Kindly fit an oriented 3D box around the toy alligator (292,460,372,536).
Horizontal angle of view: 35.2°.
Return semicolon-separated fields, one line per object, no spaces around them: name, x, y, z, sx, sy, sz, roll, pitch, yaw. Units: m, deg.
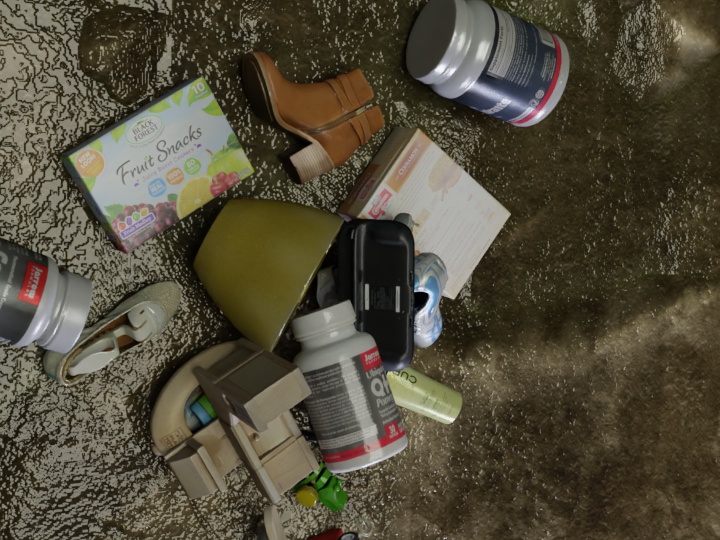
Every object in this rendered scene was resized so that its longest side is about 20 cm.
toy alligator;-0.053;0.292;1.559;0.200;0.054;0.059;35;38;-4

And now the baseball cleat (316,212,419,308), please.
baseball cleat;0.000;0.000;1.535;0.106;0.070;0.201;23;114;1

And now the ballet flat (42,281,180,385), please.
ballet flat;-0.301;0.085;1.429;0.200;0.062;0.068;-34;125;-19

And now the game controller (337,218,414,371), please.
game controller;0.020;0.033;1.486;0.104;0.042;0.201;3;101;14

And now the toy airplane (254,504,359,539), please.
toy airplane;-0.091;0.433;1.540;0.199;0.141;0.201;38;55;-52

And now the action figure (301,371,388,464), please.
action figure;-0.015;0.199;1.564;0.118;0.102;0.201;17;100;-9

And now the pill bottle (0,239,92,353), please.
pill bottle;-0.425;0.022;1.330;0.199;0.114;0.114;22;86;-28

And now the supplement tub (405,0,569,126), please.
supplement tub;0.179;-0.295;1.592;0.199;0.140;0.141;16;88;-28

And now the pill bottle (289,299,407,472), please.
pill bottle;-0.021;0.144;1.436;0.110;0.111;0.201;-19;91;-24

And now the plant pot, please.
plant pot;-0.129;-0.013;1.455;0.142;0.200;0.201;29;82;-1

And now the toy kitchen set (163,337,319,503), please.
toy kitchen set;-0.135;0.223;1.388;0.163;0.180;0.201;-34;112;-20

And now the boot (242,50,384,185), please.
boot;-0.058;-0.231;1.510;0.155;0.077;0.200;-36;113;-18

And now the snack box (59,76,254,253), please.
snack box;-0.254;-0.135;1.435;0.200;0.053;0.143;-36;109;-20

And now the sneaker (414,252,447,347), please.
sneaker;0.077;0.049;1.578;0.072;0.072;0.200;-35;152;-22

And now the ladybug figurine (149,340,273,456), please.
ladybug figurine;-0.197;0.169;1.490;0.200;0.072;0.136;-37;112;-20

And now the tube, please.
tube;0.053;0.164;1.636;0.200;0.052;0.058;27;55;-21

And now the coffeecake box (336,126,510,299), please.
coffeecake box;0.091;-0.082;1.610;0.200;0.073;0.154;39;80;-26
